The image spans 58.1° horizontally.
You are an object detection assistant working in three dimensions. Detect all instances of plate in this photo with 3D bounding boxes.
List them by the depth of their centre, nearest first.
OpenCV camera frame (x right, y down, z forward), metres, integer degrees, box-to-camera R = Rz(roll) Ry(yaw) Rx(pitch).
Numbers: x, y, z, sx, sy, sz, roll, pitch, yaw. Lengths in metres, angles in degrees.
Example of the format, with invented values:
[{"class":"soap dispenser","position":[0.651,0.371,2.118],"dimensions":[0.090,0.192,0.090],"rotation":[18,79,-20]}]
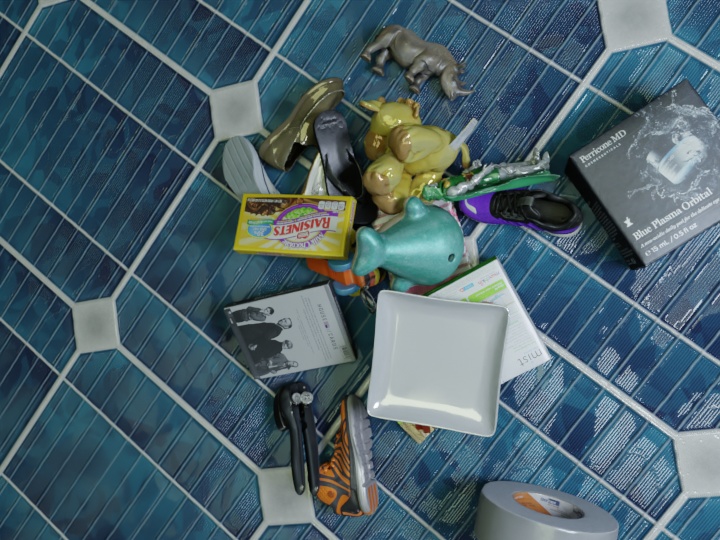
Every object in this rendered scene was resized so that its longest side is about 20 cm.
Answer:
[{"class":"plate","position":[0.116,0.138,0.985],"dimensions":[0.199,0.032,0.201],"rotation":[7,97,13]}]

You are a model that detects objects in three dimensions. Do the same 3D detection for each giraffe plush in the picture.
[{"class":"giraffe plush","position":[0.066,-0.207,1.045],"dimensions":[0.200,0.173,0.162],"rotation":[-42,56,0]}]

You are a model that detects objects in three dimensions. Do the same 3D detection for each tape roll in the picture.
[{"class":"tape roll","position":[0.271,0.377,0.956],"dimensions":[0.199,0.200,0.067],"rotation":[11,89,15]}]

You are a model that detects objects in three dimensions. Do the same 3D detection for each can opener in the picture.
[{"class":"can opener","position":[-0.099,0.282,1.103],"dimensions":[0.079,0.063,0.201],"rotation":[-58,40,45]}]

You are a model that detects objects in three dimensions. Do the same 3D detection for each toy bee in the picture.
[{"class":"toy bee","position":[0.000,0.000,1.091],"dimensions":[0.108,0.131,0.200],"rotation":[-28,59,-26]}]

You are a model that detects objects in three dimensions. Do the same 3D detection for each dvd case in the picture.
[{"class":"dvd case","position":[-0.120,0.106,1.120],"dimensions":[0.199,0.025,0.151],"rotation":[-13,110,17]}]

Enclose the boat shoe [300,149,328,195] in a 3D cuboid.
[{"class":"boat shoe","position":[-0.064,-0.145,1.133],"dimensions":[0.069,0.071,0.201],"rotation":[20,100,-6]}]

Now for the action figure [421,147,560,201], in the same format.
[{"class":"action figure","position":[0.192,-0.144,1.011],"dimensions":[0.199,0.118,0.055],"rotation":[-17,108,-3]}]

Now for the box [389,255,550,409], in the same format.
[{"class":"box","position":[0.171,0.101,1.034],"dimensions":[0.199,0.097,0.177],"rotation":[-30,89,12]}]

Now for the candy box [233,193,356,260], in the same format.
[{"class":"candy box","position":[-0.109,-0.073,1.062],"dimensions":[0.199,0.026,0.103],"rotation":[4,79,20]}]

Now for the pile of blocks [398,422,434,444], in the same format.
[{"class":"pile of blocks","position":[0.067,0.196,1.086],"dimensions":[0.082,0.062,0.201],"rotation":[-24,82,12]}]

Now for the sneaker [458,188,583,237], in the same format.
[{"class":"sneaker","position":[0.254,-0.105,1.027],"dimensions":[0.199,0.099,0.070],"rotation":[11,89,14]}]

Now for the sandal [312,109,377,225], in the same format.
[{"class":"sandal","position":[-0.028,-0.166,1.076],"dimensions":[0.076,0.043,0.201],"rotation":[-25,100,-13]}]

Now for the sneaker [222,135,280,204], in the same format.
[{"class":"sneaker","position":[-0.188,-0.148,1.161],"dimensions":[0.073,0.071,0.201],"rotation":[-28,71,18]}]

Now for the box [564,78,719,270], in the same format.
[{"class":"box","position":[0.447,-0.136,0.971],"dimensions":[0.196,0.117,0.201],"rotation":[-34,79,11]}]

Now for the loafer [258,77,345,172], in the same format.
[{"class":"loafer","position":[-0.092,-0.252,1.140],"dimensions":[0.200,0.076,0.068],"rotation":[-44,79,19]}]

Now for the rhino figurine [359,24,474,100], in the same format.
[{"class":"rhino figurine","position":[0.105,-0.349,1.095],"dimensions":[0.199,0.060,0.088],"rotation":[30,85,10]}]

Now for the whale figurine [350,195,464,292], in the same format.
[{"class":"whale figurine","position":[0.079,-0.032,0.993],"dimensions":[0.104,0.199,0.160],"rotation":[28,116,43]}]

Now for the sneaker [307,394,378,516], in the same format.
[{"class":"sneaker","position":[-0.039,0.316,1.103],"dimensions":[0.111,0.078,0.201],"rotation":[-11,77,22]}]

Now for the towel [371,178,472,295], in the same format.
[{"class":"towel","position":[0.103,-0.042,1.101],"dimensions":[0.146,0.030,0.201],"rotation":[-18,84,14]}]
